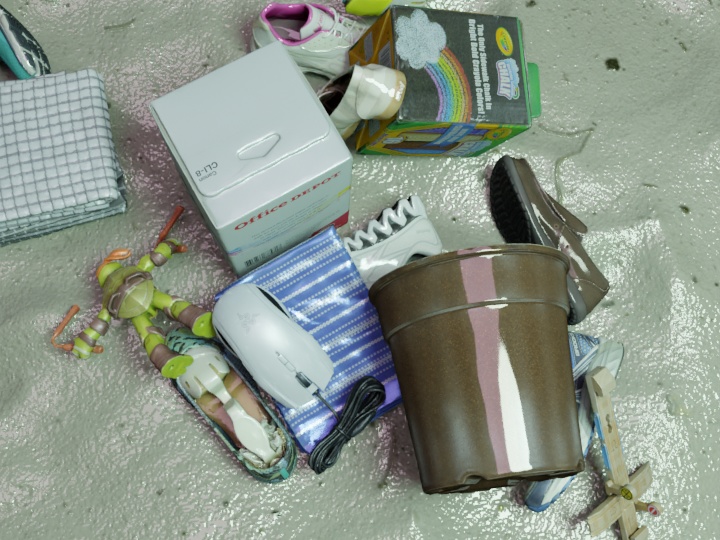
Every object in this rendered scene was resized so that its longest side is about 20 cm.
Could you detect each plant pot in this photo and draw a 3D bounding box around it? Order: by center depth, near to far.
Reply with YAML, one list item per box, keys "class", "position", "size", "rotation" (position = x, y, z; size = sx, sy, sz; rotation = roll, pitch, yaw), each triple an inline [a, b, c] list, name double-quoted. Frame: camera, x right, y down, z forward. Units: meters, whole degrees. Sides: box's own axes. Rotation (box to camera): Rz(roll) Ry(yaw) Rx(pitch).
- class: "plant pot"
  position: [0.117, 0.102, 0.793]
  size: [0.199, 0.200, 0.199]
  rotation: [-6, 71, -4]

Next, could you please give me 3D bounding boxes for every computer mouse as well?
- class: "computer mouse"
  position: [-0.068, 0.099, 0.825]
  size: [0.110, 0.044, 0.200]
  rotation: [-44, 101, -3]

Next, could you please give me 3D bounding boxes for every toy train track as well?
- class: "toy train track"
  position: [0.263, 0.192, 0.833]
  size: [0.114, 0.032, 0.201]
  rotation: [-26, 106, -36]

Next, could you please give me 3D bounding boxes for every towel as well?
- class: "towel"
  position: [-0.042, 0.076, 0.858]
  size: [0.144, 0.024, 0.201]
  rotation: [-30, 101, -5]
- class: "towel"
  position: [-0.359, -0.120, 0.907]
  size: [0.199, 0.086, 0.166]
  rotation: [-15, 75, -5]

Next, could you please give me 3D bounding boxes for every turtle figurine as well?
- class: "turtle figurine"
  position: [-0.220, 0.025, 0.862]
  size: [0.161, 0.064, 0.200]
  rotation: [34, 72, 26]

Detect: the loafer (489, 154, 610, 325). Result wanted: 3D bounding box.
- class: "loafer"
  position: [0.208, -0.039, 0.925]
  size: [0.071, 0.073, 0.201]
  rotation: [-22, 82, -19]

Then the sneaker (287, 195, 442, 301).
- class: "sneaker"
  position: [0.000, 0.000, 0.901]
  size: [0.199, 0.075, 0.081]
  rotation: [-33, 88, -10]

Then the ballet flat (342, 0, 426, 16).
- class: "ballet flat"
  position: [0.061, -0.337, 0.973]
  size: [0.067, 0.067, 0.200]
  rotation: [48, 56, -7]

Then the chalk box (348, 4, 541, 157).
- class: "chalk box"
  position: [0.102, -0.197, 0.907]
  size: [0.199, 0.124, 0.126]
  rotation: [0, 82, -22]

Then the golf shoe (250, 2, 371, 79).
- class: "golf shoe"
  position: [-0.028, -0.259, 0.953]
  size: [0.199, 0.092, 0.076]
  rotation: [4, 75, -4]

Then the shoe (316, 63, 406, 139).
- class: "shoe"
  position: [-0.019, -0.177, 0.859]
  size: [0.053, 0.200, 0.070]
  rotation: [10, 87, -23]

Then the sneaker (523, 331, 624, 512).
- class: "sneaker"
  position: [0.202, 0.152, 0.875]
  size: [0.085, 0.077, 0.201]
  rotation: [22, 68, 13]

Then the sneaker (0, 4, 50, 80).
- class: "sneaker"
  position: [-0.428, -0.267, 0.952]
  size: [0.200, 0.078, 0.080]
  rotation: [42, 87, 17]

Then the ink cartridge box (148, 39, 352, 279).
- class: "ink cartridge box"
  position: [-0.104, -0.103, 0.852]
  size: [0.145, 0.200, 0.145]
  rotation: [-29, 79, -10]

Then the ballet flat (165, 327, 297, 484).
- class: "ballet flat"
  position: [-0.136, 0.131, 0.859]
  size: [0.074, 0.074, 0.200]
  rotation: [-43, 81, -12]
